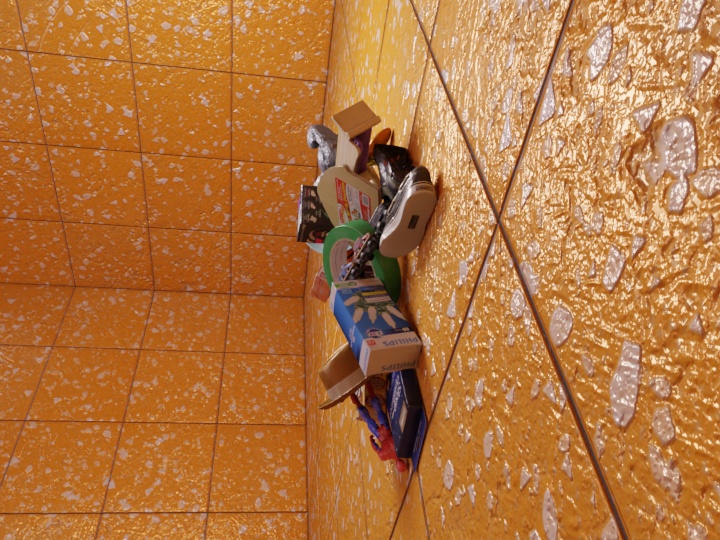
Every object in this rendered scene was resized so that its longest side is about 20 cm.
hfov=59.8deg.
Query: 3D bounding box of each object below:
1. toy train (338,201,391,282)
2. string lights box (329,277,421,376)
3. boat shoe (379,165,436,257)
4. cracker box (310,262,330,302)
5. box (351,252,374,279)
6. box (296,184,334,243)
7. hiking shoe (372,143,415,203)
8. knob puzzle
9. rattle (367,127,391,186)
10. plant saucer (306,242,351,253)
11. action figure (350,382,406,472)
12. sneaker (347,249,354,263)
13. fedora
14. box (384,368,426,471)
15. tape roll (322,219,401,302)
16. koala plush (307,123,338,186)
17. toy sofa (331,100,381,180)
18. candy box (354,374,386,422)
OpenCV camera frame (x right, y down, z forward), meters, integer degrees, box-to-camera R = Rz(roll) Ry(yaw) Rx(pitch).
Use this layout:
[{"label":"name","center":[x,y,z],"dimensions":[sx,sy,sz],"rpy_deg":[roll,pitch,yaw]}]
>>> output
[{"label":"toy train","center":[0.008,-0.043,1.192],"dimensions":[0.046,0.034,0.202],"rpy_deg":[42,116,26]},{"label":"string lights box","center":[0.022,0.097,1.134],"dimensions":[0.201,0.100,0.060],"rpy_deg":[-123,35,-49]},{"label":"boat shoe","center":[0.082,-0.097,1.086],"dimensions":[0.201,0.069,0.065],"rpy_deg":[118,154,-52]},{"label":"cracker box","center":[-0.070,-0.023,1.804],"dimensions":[0.202,0.057,0.134],"rpy_deg":[-62,-2,-27]},{"label":"box","center":[0.018,0.003,1.442],"dimensions":[0.201,0.073,0.102],"rpy_deg":[106,164,-62]},{"label":"box","center":[-0.059,-0.134,1.572],"dimensions":[0.123,0.195,0.109],"rpy_deg":[116,155,-68]},{"label":"hiking shoe","center":[0.058,-0.180,1.225],"dimensions":[0.201,0.074,0.103],"rpy_deg":[-103,22,-59]},{"label":"knob puzzle","center":[-0.018,-0.136,1.307],"dimensions":[0.218,0.030,0.223],"rpy_deg":[38,146,31]},{"label":"rattle","center":[0.046,-0.194,1.429],"dimensions":[0.130,0.140,0.204],"rpy_deg":[41,-150,-55]},{"label":"plant saucer","center":[-0.064,-0.128,1.693],"dimensions":[0.039,0.196,0.206],"rpy_deg":[60,-154,-63]},{"label":"action figure","center":[0.041,0.301,1.189],"dimensions":[0.201,0.064,0.052],"rpy_deg":[56,173,52]},{"label":"sneaker","center":[-0.032,-0.029,1.715],"dimensions":[0.070,0.088,0.206],"rpy_deg":[129,144,-77]},{"label":"fedora","center":[-0.020,0.190,1.241],"dimensions":[0.083,0.199,0.201],"rpy_deg":[53,167,3]},{"label":"box","center":[0.077,0.238,1.112],"dimensions":[0.202,0.032,0.124],"rpy_deg":[-102,18,-57]},{"label":"tape roll","center":[0.000,0.000,1.291],"dimensions":[0.199,0.048,0.205],"rpy_deg":[28,128,42]},{"label":"koala plush","center":[-0.070,-0.294,1.826],"dimensions":[0.185,0.173,0.204],"rpy_deg":[-114,31,-49]},{"label":"toy sofa","center":[-0.007,-0.240,1.298],"dimensions":[0.098,0.082,0.201],"rpy_deg":[51,159,20]},{"label":"candy box","center":[0.022,0.231,1.394],"dimensions":[0.117,0.055,0.206],"rpy_deg":[133,138,-75]}]
